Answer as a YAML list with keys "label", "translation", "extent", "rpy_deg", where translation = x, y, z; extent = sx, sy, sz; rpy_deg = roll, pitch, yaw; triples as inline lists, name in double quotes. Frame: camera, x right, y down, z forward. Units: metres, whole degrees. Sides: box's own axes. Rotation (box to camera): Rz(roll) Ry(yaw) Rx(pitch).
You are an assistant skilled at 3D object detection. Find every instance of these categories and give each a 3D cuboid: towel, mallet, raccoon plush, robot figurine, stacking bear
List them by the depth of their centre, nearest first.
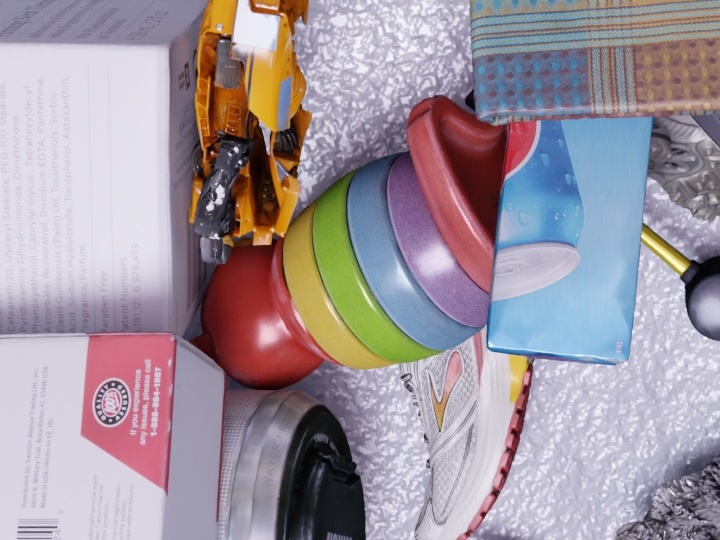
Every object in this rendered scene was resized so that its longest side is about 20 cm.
- label: "towel"
  translation: [0.119, -0.164, 0.990]
  extent: [0.146, 0.022, 0.201]
  rpy_deg: [-2, 74, 3]
- label: "robot figurine"
  translation: [-0.051, -0.100, 1.081]
  extent: [0.058, 0.145, 0.201]
  rpy_deg: [7, 130, 0]
- label: "stacking bear"
  translation: [0.000, 0.000, 1.145]
  extent: [0.199, 0.121, 0.114]
  rpy_deg: [-26, 81, 30]
- label: "raccoon plush"
  translation: [0.211, 0.129, 1.163]
  extent: [0.134, 0.200, 0.097]
  rpy_deg: [-38, 83, -7]
- label: "mallet"
  translation: [0.137, -0.032, 1.184]
  extent: [0.200, 0.066, 0.041]
  rpy_deg: [38, 104, -6]

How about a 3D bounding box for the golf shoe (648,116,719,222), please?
- label: "golf shoe"
  translation: [0.164, -0.081, 1.148]
  extent: [0.199, 0.098, 0.078]
  rpy_deg: [3, 142, -34]

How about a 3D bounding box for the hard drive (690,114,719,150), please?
- label: "hard drive"
  translation: [0.249, -0.129, 1.111]
  extent: [0.140, 0.038, 0.200]
  rpy_deg: [46, 70, -9]

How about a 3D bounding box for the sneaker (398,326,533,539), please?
- label: "sneaker"
  translation: [0.055, 0.060, 1.219]
  extent: [0.082, 0.078, 0.201]
  rpy_deg: [11, 98, 8]

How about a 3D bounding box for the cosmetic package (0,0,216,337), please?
- label: "cosmetic package"
  translation: [-0.185, -0.054, 1.151]
  extent: [0.199, 0.167, 0.167]
  rpy_deg: [1, 106, 4]

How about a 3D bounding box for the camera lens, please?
- label: "camera lens"
  translation: [-0.106, 0.143, 1.164]
  extent: [0.199, 0.160, 0.161]
  rpy_deg: [0, 106, 16]

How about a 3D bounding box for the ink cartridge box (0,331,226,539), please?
- label: "ink cartridge box"
  translation: [-0.174, 0.111, 1.061]
  extent: [0.199, 0.083, 0.148]
  rpy_deg: [-2, 74, 16]

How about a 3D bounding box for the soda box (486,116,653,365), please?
- label: "soda box"
  translation: [0.101, -0.058, 1.025]
  extent: [0.067, 0.064, 0.201]
  rpy_deg: [6, 87, 3]
